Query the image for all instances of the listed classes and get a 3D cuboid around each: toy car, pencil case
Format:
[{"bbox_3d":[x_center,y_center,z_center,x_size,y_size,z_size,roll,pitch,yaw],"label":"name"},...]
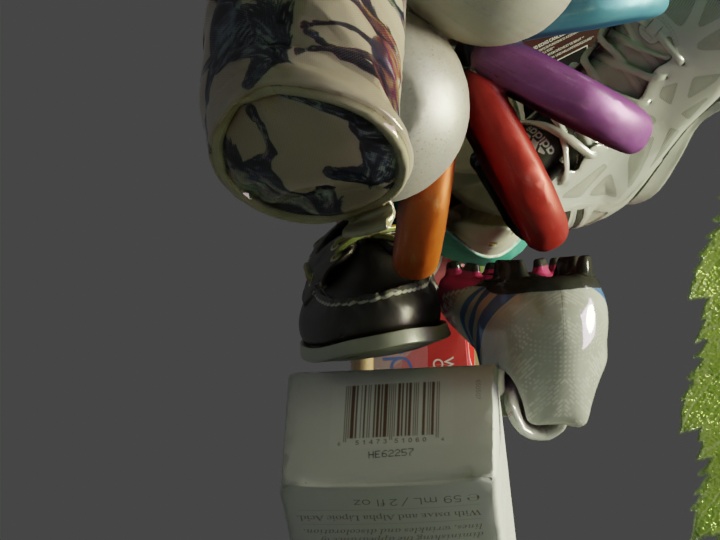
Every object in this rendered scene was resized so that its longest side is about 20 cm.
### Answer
[{"bbox_3d":[0.057,-0.087,1.100,0.200,0.150,0.175,-54,-179,3],"label":"toy car"},{"bbox_3d":[-0.016,-0.108,0.954,0.089,0.078,0.201,33,41,-33],"label":"pencil case"}]

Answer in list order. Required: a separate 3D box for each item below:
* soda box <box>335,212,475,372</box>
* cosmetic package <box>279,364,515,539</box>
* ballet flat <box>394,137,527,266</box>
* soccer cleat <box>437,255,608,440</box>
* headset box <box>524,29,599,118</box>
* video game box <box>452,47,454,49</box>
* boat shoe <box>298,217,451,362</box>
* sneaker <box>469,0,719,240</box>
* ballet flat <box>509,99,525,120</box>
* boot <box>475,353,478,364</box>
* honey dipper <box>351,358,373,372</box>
[{"bbox_3d":[0.025,0.008,1.377,0.063,0.070,0.201,-83,168,-67],"label":"soda box"},{"bbox_3d":[0.023,0.134,1.169,0.201,0.101,0.074,79,11,-46],"label":"cosmetic package"},{"bbox_3d":[0.048,-0.047,1.266,0.200,0.070,0.068,36,83,-45],"label":"ballet flat"},{"bbox_3d":[0.076,0.037,1.192,0.200,0.069,0.087,180,-91,-86],"label":"soccer cleat"},{"bbox_3d":[0.097,-0.157,1.442,0.201,0.077,0.149,65,-5,-8],"label":"headset box"},{"bbox_3d":[0.070,-0.193,1.286,0.047,0.199,0.183,53,27,-39],"label":"video game box"},{"bbox_3d":[0.003,0.006,1.190,0.201,0.071,0.061,-109,-168,-86],"label":"boat shoe"},{"bbox_3d":[0.122,-0.079,1.181,0.115,0.076,0.201,-33,158,-37],"label":"sneaker"},{"bbox_3d":[0.070,-0.076,1.383,0.200,0.046,0.068,75,7,-64],"label":"ballet flat"},{"bbox_3d":[0.047,0.008,1.662,0.200,0.066,0.176,-15,91,-85],"label":"boot"},{"bbox_3d":[0.000,0.000,1.313,0.038,0.038,0.201,-73,165,-73],"label":"honey dipper"}]
